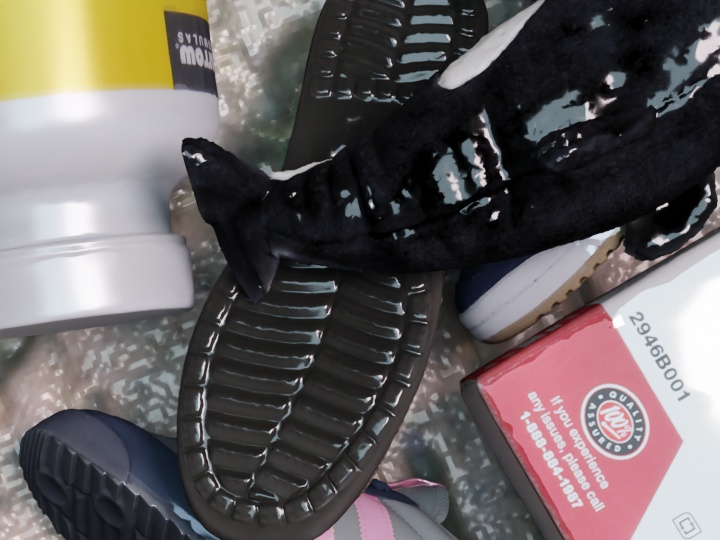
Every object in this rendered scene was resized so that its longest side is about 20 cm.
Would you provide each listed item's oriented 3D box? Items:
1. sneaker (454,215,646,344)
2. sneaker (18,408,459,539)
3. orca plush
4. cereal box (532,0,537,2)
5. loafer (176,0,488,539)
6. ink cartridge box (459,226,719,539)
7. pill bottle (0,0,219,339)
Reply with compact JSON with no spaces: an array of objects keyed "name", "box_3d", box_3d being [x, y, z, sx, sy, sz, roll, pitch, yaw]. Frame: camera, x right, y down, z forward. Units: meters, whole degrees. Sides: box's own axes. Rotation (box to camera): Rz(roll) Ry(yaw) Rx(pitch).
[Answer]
[{"name":"sneaker","box_3d":[0.070,-0.081,0.803,0.108,0.070,0.200,39,95,-4]},{"name":"sneaker","box_3d":[-0.016,0.093,0.838,0.200,0.070,0.082,32,55,7]},{"name":"orca plush","box_3d":[0.046,-0.047,0.736,0.199,0.071,0.106,-8,95,2]},{"name":"cereal box","box_3d":[0.104,-0.149,0.855,0.200,0.040,0.144,25,90,0]},{"name":"loafer","box_3d":[0.000,0.000,0.818,0.073,0.071,0.201,17,73,12]},{"name":"ink cartridge box","box_3d":[0.153,0.046,0.789,0.200,0.084,0.145,-30,87,-4]},{"name":"pill bottle","box_3d":[-0.105,-0.082,0.813,0.112,0.112,0.201,-8,87,-1]}]
